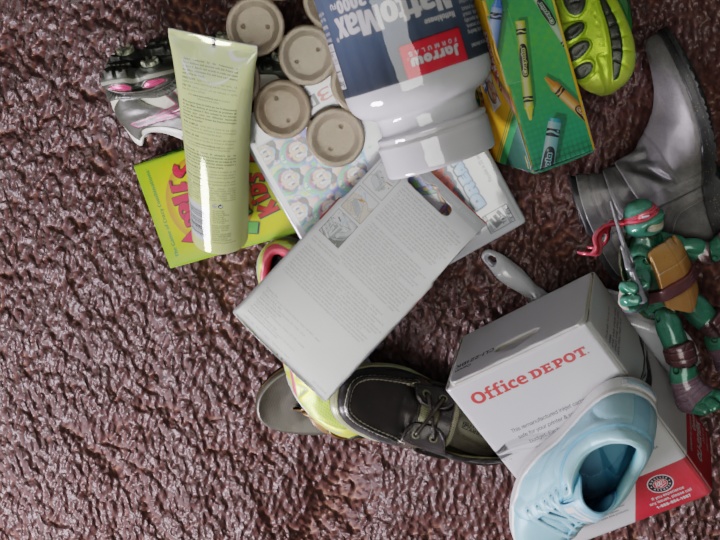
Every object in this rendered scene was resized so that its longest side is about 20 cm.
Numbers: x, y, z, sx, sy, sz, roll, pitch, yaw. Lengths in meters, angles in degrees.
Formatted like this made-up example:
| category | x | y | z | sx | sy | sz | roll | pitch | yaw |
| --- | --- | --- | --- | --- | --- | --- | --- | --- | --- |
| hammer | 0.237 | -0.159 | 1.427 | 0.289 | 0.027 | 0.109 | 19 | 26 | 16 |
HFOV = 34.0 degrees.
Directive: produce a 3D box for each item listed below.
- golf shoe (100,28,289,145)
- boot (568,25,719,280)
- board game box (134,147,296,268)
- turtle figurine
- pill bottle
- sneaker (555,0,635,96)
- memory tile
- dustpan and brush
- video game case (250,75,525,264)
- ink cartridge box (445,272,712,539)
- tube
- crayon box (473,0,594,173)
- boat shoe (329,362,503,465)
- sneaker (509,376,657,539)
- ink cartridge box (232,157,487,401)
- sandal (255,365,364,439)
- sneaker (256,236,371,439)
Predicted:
| category | x | y | z | sx | sy | sz | roll | pitch | yaw |
| --- | --- | --- | --- | --- | --- | --- | --- | --- | --- |
| golf shoe | -0.131 | -0.165 | 1.061 | 0.198 | 0.077 | 0.089 | -2 | 125 | 15 |
| boot | 0.236 | -0.093 | 0.999 | 0.131 | 0.070 | 0.201 | -15 | 102 | 18 |
| board game box | -0.096 | -0.079 | 1.081 | 0.199 | 0.048 | 0.102 | -15 | 103 | 15 |
| turtle figurine | 0.262 | 0.009 | 0.966 | 0.149 | 0.101 | 0.201 | -31 | 106 | -15 |
| pill bottle | 0.035 | -0.180 | 0.913 | 0.119 | 0.120 | 0.201 | -16 | 99 | 15 |
| sneaker | 0.182 | -0.240 | 0.965 | 0.073 | 0.084 | 0.202 | -5 | 87 | 9 |
| memory tile | -0.033 | -0.202 | 0.981 | 0.153 | 0.017 | 0.201 | 26 | 101 | -2 |
| dustpan and brush | 0.188 | 0.051 | 1.065 | 0.199 | 0.057 | 0.140 | 35 | 122 | -7 |
| video game case | 0.018 | -0.085 | 1.023 | 0.181 | 0.024 | 0.201 | -29 | 101 | 7 |
| ink cartridge box | 0.190 | 0.122 | 1.019 | 0.144 | 0.084 | 0.200 | -29 | 111 | 28 |
| tube | -0.119 | -0.107 | 0.990 | 0.058 | 0.052 | 0.201 | -14 | 132 | -19 |
| crayon box | 0.121 | -0.187 | 0.962 | 0.058 | 0.119 | 0.201 | -19 | 102 | -5 |
| boat shoe | 0.066 | 0.129 | 1.053 | 0.199 | 0.065 | 0.074 | 16 | 83 | -31 |
| sneaker | 0.173 | 0.177 | 0.957 | 0.073 | 0.082 | 0.201 | 23 | 124 | 0 |
| ink cartridge box | 0.000 | 0.000 | 0.993 | 0.109 | 0.050 | 0.200 | 43 | 89 | 2 |
| sandal | -0.005 | 0.134 | 1.121 | 0.198 | 0.055 | 0.082 | 10 | 108 | 8 |
| sneaker | -0.046 | 0.061 | 1.061 | 0.078 | 0.090 | 0.201 | -28 | 83 | -1 |
